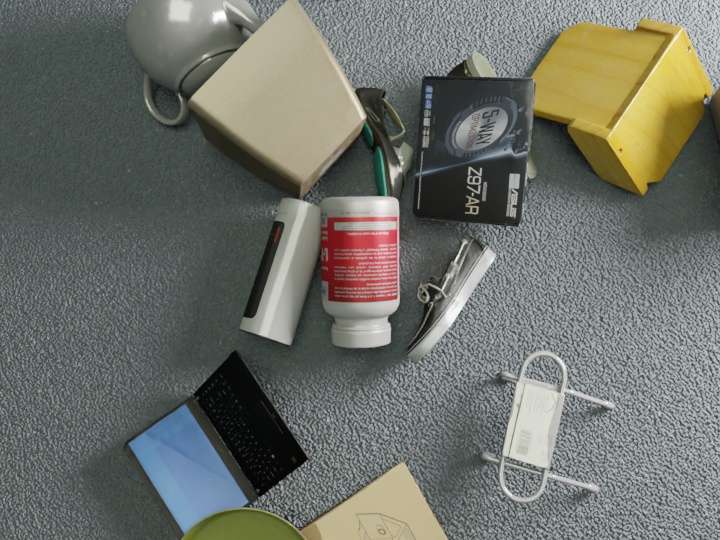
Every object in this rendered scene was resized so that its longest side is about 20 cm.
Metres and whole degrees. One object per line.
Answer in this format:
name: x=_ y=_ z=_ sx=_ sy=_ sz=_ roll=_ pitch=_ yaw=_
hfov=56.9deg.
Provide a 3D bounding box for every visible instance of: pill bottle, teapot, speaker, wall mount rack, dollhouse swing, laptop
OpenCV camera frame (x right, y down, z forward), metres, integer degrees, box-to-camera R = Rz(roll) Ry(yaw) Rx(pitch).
pill bottle: x=0.000 y=0.000 z=0.929 sx=0.110 sy=0.112 sz=0.204 roll=0 pitch=94 yaw=2
teapot: x=-0.239 y=-0.323 z=0.978 sx=0.196 sy=0.200 sz=0.148 roll=-29 pitch=90 yaw=-14
speaker: x=-0.107 y=0.001 z=0.959 sx=0.080 sy=0.081 sz=0.203 roll=17 pitch=82 yaw=5
wall mount rack: x=0.260 y=0.220 z=0.913 sx=0.171 sy=0.075 sz=0.203 roll=14 pitch=81 yaw=9
dollhouse swing: x=0.377 y=-0.252 z=1.008 sx=0.181 sy=0.175 sz=0.201 roll=40 pitch=81 yaw=-33
laptop: x=-0.200 y=0.245 z=0.904 sx=0.200 sy=0.103 sz=0.178 roll=-43 pitch=79 yaw=33

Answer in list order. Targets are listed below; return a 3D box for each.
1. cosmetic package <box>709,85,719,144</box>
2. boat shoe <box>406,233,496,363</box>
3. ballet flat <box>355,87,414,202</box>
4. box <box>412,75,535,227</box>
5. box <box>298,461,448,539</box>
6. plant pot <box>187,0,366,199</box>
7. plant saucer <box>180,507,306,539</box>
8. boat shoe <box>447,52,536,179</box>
cosmetic package: x=0.600 y=-0.187 z=0.902 sx=0.164 sy=0.167 sz=0.204 roll=-12 pitch=80 yaw=15
boat shoe: x=0.114 y=0.036 z=0.946 sx=0.068 sy=0.074 sz=0.201 roll=35 pitch=83 yaw=3
ballet flat: x=0.041 y=-0.187 z=0.996 sx=0.067 sy=0.068 sz=0.203 roll=-15 pitch=80 yaw=-9
box: x=0.161 y=-0.170 z=0.950 sx=0.158 sy=0.043 sz=0.204 roll=7 pitch=100 yaw=18
box: x=0.018 y=0.389 z=0.915 sx=0.198 sy=0.021 sz=0.165 roll=-32 pitch=80 yaw=-2
plant pot: x=-0.102 y=-0.219 z=0.949 sx=0.177 sy=0.200 sz=0.200 roll=44 pitch=84 yaw=-2
plant saucer: x=-0.152 y=0.402 z=0.889 sx=0.196 sy=0.031 sz=0.204 roll=0 pitch=101 yaw=0
boat shoe: x=0.198 y=-0.221 z=0.997 sx=0.060 sy=0.071 sz=0.203 roll=-26 pitch=91 yaw=38
